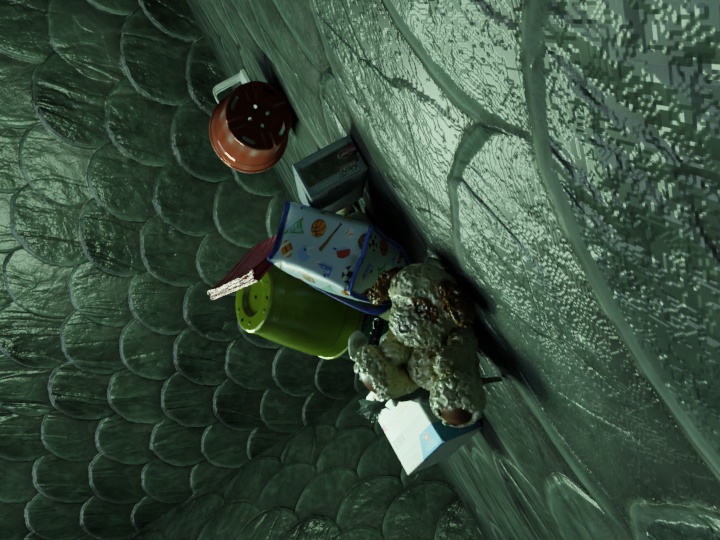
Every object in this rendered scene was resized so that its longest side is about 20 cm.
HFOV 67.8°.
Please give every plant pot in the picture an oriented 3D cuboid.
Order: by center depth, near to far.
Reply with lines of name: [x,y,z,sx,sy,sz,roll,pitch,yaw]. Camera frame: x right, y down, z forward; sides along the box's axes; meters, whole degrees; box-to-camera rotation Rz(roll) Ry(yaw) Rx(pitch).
plant pot: [-0.125,0.061,1.022,0.191,0.202,0.201,13,-149,-42]
plant pot: [-0.248,-0.341,1.253,0.203,0.199,0.195,61,165,-12]

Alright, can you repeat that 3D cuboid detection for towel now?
towel: [-0.179,-0.019,0.915,0.023,0.145,0.199,48,145,-17]

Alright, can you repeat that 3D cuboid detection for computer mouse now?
computer mouse: [0.020,0.067,0.909,0.201,0.033,0.059,-84,10,-54]

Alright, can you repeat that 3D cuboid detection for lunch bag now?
lunch bag: [-0.021,-0.013,0.852,0.168,0.126,0.199,22,180,28]

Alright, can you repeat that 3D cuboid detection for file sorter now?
file sorter: [-0.405,-0.560,1.770,0.140,0.123,0.200,62,174,-17]

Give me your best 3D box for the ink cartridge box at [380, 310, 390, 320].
ink cartridge box: [0.002,0.128,1.479,0.085,0.143,0.200,59,175,-18]

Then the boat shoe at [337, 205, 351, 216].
boat shoe: [-0.069,-0.174,1.094,0.201,0.071,0.065,62,140,36]

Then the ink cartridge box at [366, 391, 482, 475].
ink cartridge box: [0.117,0.270,1.069,0.129,0.124,0.201,-55,54,35]

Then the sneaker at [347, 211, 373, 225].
sneaker: [0.015,-0.012,1.020,0.202,0.083,0.081,61,174,-14]

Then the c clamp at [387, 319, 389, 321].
c clamp: [0.019,0.105,1.354,0.027,0.169,0.201,52,-168,-28]

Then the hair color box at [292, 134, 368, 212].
hair color box: [-0.050,-0.141,0.875,0.061,0.098,0.200,60,174,3]

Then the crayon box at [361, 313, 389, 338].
crayon box: [0.053,0.135,1.147,0.198,0.052,0.125,29,178,-31]

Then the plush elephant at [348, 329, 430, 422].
plush elephant: [0.065,0.161,0.946,0.166,0.199,0.155,54,179,-23]

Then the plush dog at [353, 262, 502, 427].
plush dog: [0.092,0.073,0.684,0.198,0.160,0.174,11,122,45]
